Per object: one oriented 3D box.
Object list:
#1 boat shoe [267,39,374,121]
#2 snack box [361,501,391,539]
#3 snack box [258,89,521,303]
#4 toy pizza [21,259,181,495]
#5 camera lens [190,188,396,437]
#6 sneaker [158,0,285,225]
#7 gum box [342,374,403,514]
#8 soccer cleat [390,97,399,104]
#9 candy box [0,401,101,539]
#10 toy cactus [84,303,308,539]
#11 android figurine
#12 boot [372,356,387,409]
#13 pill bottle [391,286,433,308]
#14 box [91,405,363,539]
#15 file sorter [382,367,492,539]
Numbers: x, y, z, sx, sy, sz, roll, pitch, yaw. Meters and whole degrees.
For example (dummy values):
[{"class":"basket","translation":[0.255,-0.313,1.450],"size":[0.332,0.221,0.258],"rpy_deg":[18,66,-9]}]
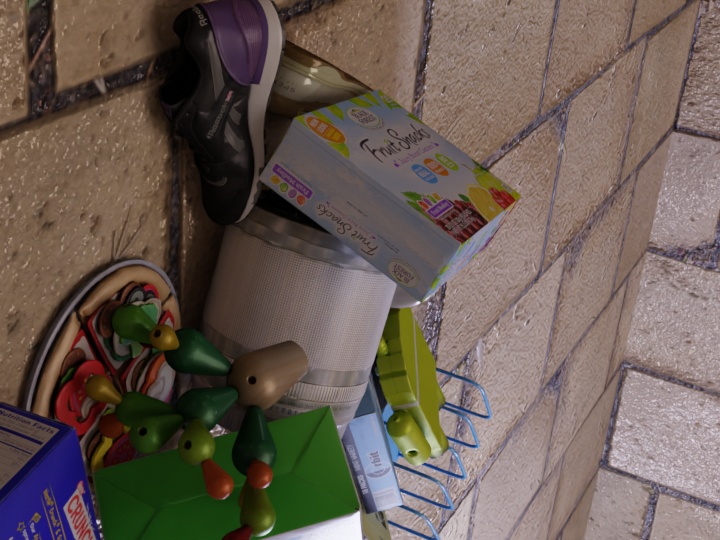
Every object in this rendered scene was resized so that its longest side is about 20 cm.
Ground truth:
[{"class":"boat shoe","translation":[-0.040,-0.158,1.125],"size":[0.067,0.074,0.200],"rpy_deg":[-61,158,7]},{"class":"snack box","translation":[-0.024,0.229,1.273],"size":[0.200,0.037,0.117],"rpy_deg":[54,17,-46]},{"class":"snack box","translation":[0.031,-0.070,1.037],"size":[0.068,0.168,0.200],"rpy_deg":[-56,170,23]},{"class":"toy pizza","translation":[-0.194,0.091,0.974],"size":[0.200,0.031,0.202],"rpy_deg":[-49,148,-45]},{"class":"camera lens","translation":[-0.057,0.036,1.085],"size":[0.160,0.159,0.202],"rpy_deg":[-6,115,-66]},{"class":"sneaker","translation":[-0.123,-0.122,0.968],"size":[0.087,0.076,0.201],"rpy_deg":[-14,132,-31]},{"class":"gum box","translation":[-0.008,0.119,1.267],"size":[0.171,0.044,0.201],"rpy_deg":[75,0,-48]},{"class":"soccer cleat","translation":[-0.014,-0.102,1.251],"size":[0.201,0.064,0.084],"rpy_deg":[-62,-174,-35]},{"class":"candy box","translation":[-0.267,0.218,0.835],"size":[0.200,0.076,0.170],"rpy_deg":[-49,147,-44]},{"class":"toy cactus","translation":[-0.107,0.106,0.929],"size":[0.164,0.200,0.103],"rpy_deg":[-27,158,-42]},{"class":"android figurine","translation":[0.050,0.114,1.329],"size":[0.201,0.041,0.183],"rpy_deg":[60,21,-46]},{"class":"boot","translation":[0.041,0.047,1.459],"size":[0.174,0.069,0.201],"rpy_deg":[-50,147,-43]},{"class":"pill bottle","translation":[0.054,-0.052,1.323],"size":[0.200,0.115,0.117],"rpy_deg":[-62,160,-62]},{"class":"box","translation":[-0.100,0.213,1.019],"size":[0.177,0.198,0.097],"rpy_deg":[84,-11,-62]},{"class":"file sorter","translation":[0.080,0.238,1.626],"size":[0.201,0.122,0.139],"rpy_deg":[-64,157,-21]}]
